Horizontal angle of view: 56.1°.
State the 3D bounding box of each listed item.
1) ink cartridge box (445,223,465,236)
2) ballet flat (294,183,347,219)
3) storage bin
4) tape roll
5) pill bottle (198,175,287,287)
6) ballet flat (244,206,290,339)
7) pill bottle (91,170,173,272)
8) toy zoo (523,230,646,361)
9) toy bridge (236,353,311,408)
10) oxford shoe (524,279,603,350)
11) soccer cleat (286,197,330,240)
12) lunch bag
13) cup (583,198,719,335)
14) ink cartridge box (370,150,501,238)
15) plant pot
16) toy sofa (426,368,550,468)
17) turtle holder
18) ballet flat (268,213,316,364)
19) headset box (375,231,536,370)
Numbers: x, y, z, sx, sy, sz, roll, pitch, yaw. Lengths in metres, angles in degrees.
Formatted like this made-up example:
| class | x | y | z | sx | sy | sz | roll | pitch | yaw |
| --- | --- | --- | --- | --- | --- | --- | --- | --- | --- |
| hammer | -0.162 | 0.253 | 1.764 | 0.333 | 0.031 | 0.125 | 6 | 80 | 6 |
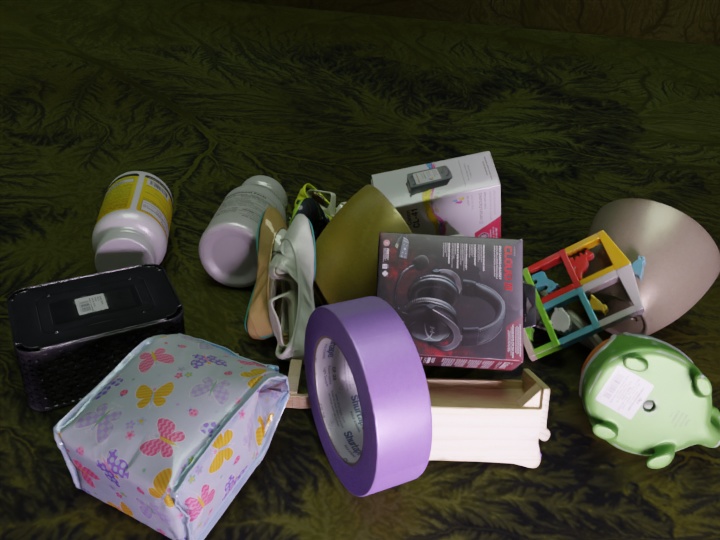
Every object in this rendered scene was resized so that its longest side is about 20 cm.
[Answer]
| class | x | y | z | sx | sy | sz | roll | pitch | yaw |
| --- | --- | --- | --- | --- | --- | --- | --- | --- | --- |
| ink cartridge box | 0.146 | 0.028 | 0.996 | 0.067 | 0.118 | 0.200 | -9 | 35 | -24 |
| ballet flat | -0.047 | -0.098 | 1.195 | 0.066 | 0.068 | 0.199 | -1 | 27 | -47 |
| storage bin | -0.334 | 0.079 | 0.867 | 0.197 | 0.095 | 0.135 | -12 | 37 | -27 |
| tape roll | 0.002 | 0.134 | 0.734 | 0.064 | 0.204 | 0.201 | -9 | 36 | -22 |
| pill bottle | -0.181 | -0.073 | 1.100 | 0.112 | 0.116 | 0.201 | 7 | 33 | 3 |
| ballet flat | -0.118 | 0.002 | 0.973 | 0.062 | 0.069 | 0.204 | -3 | 69 | 22 |
| pill bottle | -0.357 | -0.064 | 1.062 | 0.110 | 0.114 | 0.201 | -1 | 33 | -10 |
| toy zoo | 0.310 | 0.029 | 0.961 | 0.197 | 0.020 | 0.133 | -28 | 57 | 17 |
| toy bridge | -0.086 | 0.144 | 0.865 | 0.195 | 0.028 | 0.068 | 5 | 34 | -1 |
| oxford shoe | 0.281 | 0.066 | 1.021 | 0.199 | 0.075 | 0.058 | 40 | 90 | 30 |
| soccer cleat | -0.058 | -0.059 | 1.060 | 0.080 | 0.069 | 0.200 | 25 | -8 | 15 |
| lunch bag | -0.189 | 0.165 | 0.731 | 0.167 | 0.129 | 0.201 | 16 | 44 | 20 |
| cup | 0.413 | 0.015 | 1.017 | 0.198 | 0.202 | 0.144 | 26 | 64 | 29 |
| ink cartridge box | 0.126 | -0.097 | 1.103 | 0.196 | 0.149 | 0.087 | -13 | 50 | 3 |
| plant pot | 0.000 | 0.000 | 0.975 | 0.140 | 0.202 | 0.200 | -30 | 42 | -10 |
| toy sofa | 0.123 | 0.174 | 0.819 | 0.195 | 0.100 | 0.083 | 2 | 8 | -6 |
| turtle holder | 0.361 | 0.146 | 0.832 | 0.181 | 0.144 | 0.132 | 0 | 15 | 7 |
| ballet flat | -0.093 | 0.024 | 0.906 | 0.068 | 0.205 | 0.069 | -3 | -3 | 0 |
| headset box | 0.116 | 0.039 | 0.830 | 0.195 | 0.077 | 0.152 | 4 | 75 | 4 |
